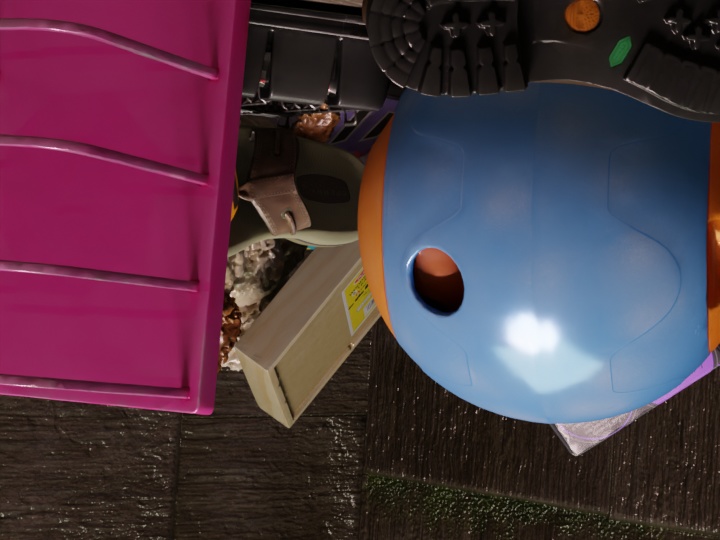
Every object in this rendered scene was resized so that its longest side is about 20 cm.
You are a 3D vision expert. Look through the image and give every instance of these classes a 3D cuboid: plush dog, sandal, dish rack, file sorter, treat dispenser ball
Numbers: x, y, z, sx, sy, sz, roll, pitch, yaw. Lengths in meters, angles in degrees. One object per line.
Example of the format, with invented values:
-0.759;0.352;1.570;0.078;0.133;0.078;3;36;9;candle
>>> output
-0.098;-0.034;1.174;0.160;0.200;0.172;-34;-177;29;plush dog
-0.047;-0.051;1.075;0.057;0.080;0.201;-16;175;37;sandal
-0.079;-0.110;1.050;0.153;0.055;0.200;6;180;-21;dish rack
-0.144;-0.046;0.816;0.139;0.201;0.125;3;176;30;file sorter
0.098;-0.025;0.954;0.200;0.202;0.201;4;179;0;treat dispenser ball

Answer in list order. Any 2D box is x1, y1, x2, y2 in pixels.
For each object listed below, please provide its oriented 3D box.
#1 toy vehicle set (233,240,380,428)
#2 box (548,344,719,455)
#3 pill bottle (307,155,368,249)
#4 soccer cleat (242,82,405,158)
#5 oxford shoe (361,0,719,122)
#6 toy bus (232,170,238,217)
0.000;0.000;1.217;0.026;0.200;0.124;35;165;16;toy vehicle set
0.163;0.013;1.249;0.122;0.106;0.200;-35;-171;19;box
-0.058;-0.071;1.388;0.199;0.111;0.111;4;179;20;pill bottle
-0.032;-0.090;1.263;0.199;0.074;0.068;2;177;19;soccer cleat
0.099;-0.104;0.760;0.199;0.073;0.084;6;-165;-7;oxford shoe
-0.156;-0.070;0.944;0.199;0.078;0.065;25;159;11;toy bus
